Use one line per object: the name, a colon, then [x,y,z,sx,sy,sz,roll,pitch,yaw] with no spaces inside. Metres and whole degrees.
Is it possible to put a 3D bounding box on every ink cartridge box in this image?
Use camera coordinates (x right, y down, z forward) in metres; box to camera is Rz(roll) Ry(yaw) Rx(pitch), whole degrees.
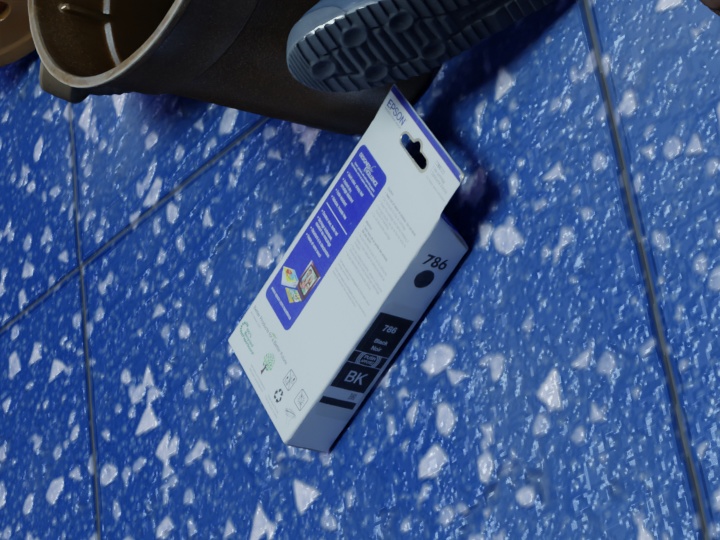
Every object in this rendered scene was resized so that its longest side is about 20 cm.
ink cartridge box: [0.000,0.000,1.122,0.201,0.039,0.100,-56,41,23]

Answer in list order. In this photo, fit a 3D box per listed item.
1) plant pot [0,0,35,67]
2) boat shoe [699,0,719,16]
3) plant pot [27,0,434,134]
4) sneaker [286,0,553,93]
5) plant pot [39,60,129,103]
plant pot: [-0.312,-0.248,1.484,0.200,0.199,0.141,-46,62,30]
boat shoe: [0.234,-0.190,0.879,0.200,0.070,0.071,-53,42,22]
plant pot: [-0.060,-0.179,1.131,0.200,0.197,0.202,-21,62,46]
sneaker: [0.044,-0.169,1.059,0.199,0.070,0.082,-25,53,3]
plant pot: [-0.132,-0.193,1.278,0.201,0.092,0.202,-155,90,-87]
